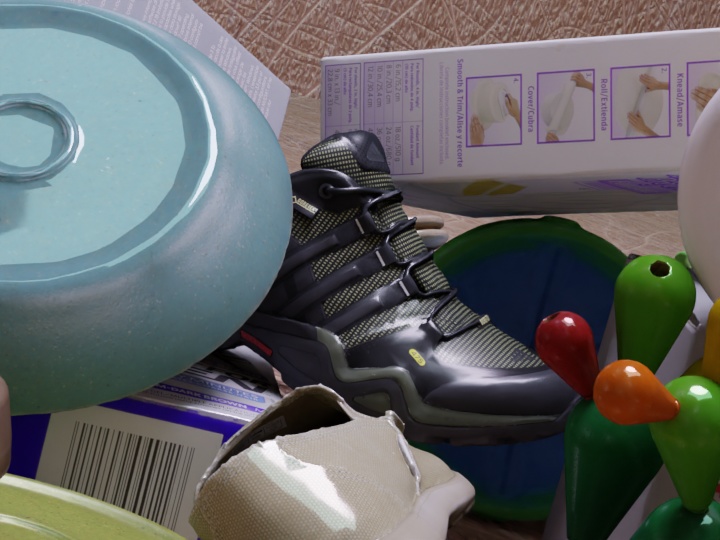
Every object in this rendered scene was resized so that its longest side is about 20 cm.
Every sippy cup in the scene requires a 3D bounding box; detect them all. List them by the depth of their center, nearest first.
[{"bbox_3d":[0.069,0.038,1.069,0.178,0.140,0.130,17,4,-8],"label":"sippy cup"}]

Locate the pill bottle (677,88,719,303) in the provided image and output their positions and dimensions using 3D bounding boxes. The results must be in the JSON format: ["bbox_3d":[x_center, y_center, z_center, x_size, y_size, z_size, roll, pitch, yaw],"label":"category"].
[{"bbox_3d":[0.193,-0.024,0.795,0.104,0.104,0.200,20,10,28],"label":"pill bottle"}]

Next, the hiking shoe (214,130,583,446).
[{"bbox_3d":[0.000,0.000,0.877,0.200,0.101,0.076,20,9,7],"label":"hiking shoe"}]

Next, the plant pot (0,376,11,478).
[{"bbox_3d":[-0.206,0.016,0.683,0.200,0.093,0.201,1,9,0],"label":"plant pot"}]

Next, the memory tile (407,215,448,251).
[{"bbox_3d":[-0.067,-0.001,1.074,0.153,0.017,0.200,-19,-12,42],"label":"memory tile"}]

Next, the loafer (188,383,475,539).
[{"bbox_3d":[-0.011,0.072,0.721,0.068,0.076,0.200,52,0,0],"label":"loafer"}]

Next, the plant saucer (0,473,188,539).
[{"bbox_3d":[-0.112,0.096,0.698,0.200,0.031,0.200,15,8,-2],"label":"plant saucer"}]

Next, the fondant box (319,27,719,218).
[{"bbox_3d":[0.102,-0.057,0.938,0.200,0.058,0.144,-2,-5,29],"label":"fondant box"}]

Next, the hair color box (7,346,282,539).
[{"bbox_3d":[-0.092,0.055,0.902,0.109,0.065,0.200,14,7,-9],"label":"hair color box"}]

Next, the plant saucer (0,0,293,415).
[{"bbox_3d":[-0.123,-0.037,0.830,0.200,0.036,0.200,2,50,-2],"label":"plant saucer"}]

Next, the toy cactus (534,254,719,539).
[{"bbox_3d":[0.083,0.100,0.714,0.102,0.200,0.165,0,-23,-44],"label":"toy cactus"}]

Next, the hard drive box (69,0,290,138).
[{"bbox_3d":[-0.157,-0.089,1.017,0.156,0.077,0.200,-18,-45,38],"label":"hard drive box"}]

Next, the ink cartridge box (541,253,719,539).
[{"bbox_3d":[0.182,0.095,0.850,0.200,0.146,0.145,14,9,-5],"label":"ink cartridge box"}]
